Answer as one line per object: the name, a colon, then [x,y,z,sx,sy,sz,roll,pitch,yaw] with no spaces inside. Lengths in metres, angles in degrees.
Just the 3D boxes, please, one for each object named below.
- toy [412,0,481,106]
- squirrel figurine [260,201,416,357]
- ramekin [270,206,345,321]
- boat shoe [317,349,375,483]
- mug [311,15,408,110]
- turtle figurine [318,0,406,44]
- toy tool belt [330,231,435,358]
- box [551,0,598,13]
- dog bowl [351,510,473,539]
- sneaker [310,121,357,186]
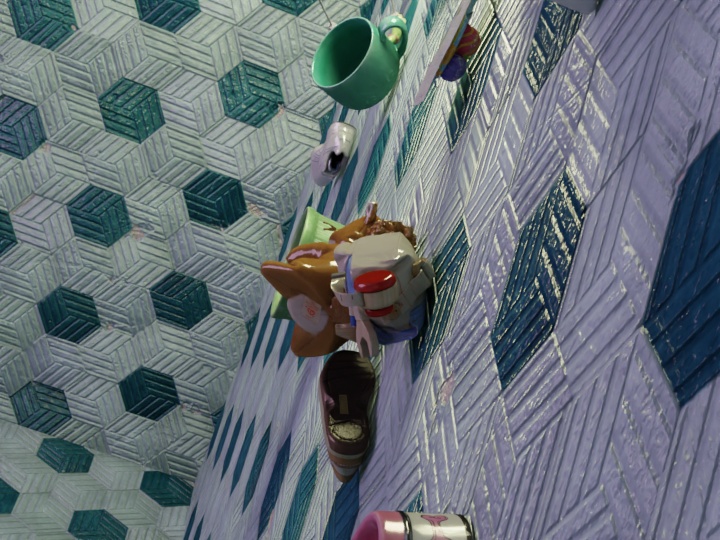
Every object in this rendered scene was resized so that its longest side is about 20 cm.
toy: [0.132,-0.301,1.662,0.115,0.047,0.203,-137,69,-85]
squirrel figurine: [0.000,0.000,1.643,0.198,0.143,0.187,-4,30,42]
ramekin: [-0.080,0.001,2.227,0.200,0.096,0.203,-161,90,-82]
boat shoe: [-0.021,0.178,1.564,0.201,0.070,0.077,-82,-2,-58]
mug: [0.011,-0.378,2.383,0.183,0.114,0.154,-1,64,43]
turtle figurine: [0.012,-0.474,2.548,0.143,0.201,0.194,-37,-6,-16]
toy tool belt: [0.028,0.040,1.438,0.200,0.123,0.125,-87,-14,-72]
box: [0.169,-0.382,1.147,0.201,0.169,0.201,-81,13,-53]
dog bowl: [0.020,0.281,1.011,0.200,0.073,0.203,-161,90,-82]
sneaker: [-0.068,-0.239,2.795,0.201,0.073,0.088,120,162,-56]
